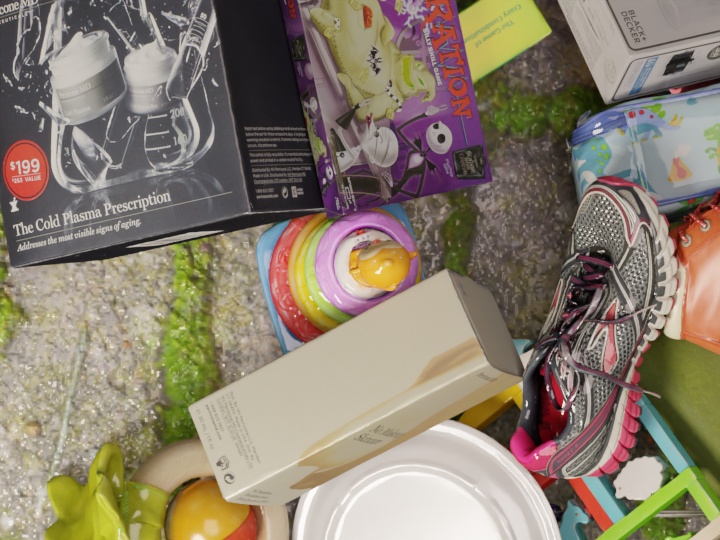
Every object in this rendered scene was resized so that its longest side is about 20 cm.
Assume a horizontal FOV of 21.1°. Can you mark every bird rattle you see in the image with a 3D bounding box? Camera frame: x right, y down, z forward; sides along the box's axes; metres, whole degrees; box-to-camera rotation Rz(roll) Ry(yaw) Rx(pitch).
[{"bbox_3d":[-0.115,0.194,1.312,0.163,0.113,0.201,-37,96,-26],"label":"bird rattle"}]

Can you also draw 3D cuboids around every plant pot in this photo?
[{"bbox_3d":[0.268,0.078,1.348,0.190,0.200,0.200,44,81,8],"label":"plant pot"}]

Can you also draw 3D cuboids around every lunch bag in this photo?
[{"bbox_3d":[0.244,-0.079,1.340,0.198,0.161,0.083,-12,82,8],"label":"lunch bag"}]

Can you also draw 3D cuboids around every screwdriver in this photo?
[{"bbox_3d":[0.154,0.169,1.342,0.198,0.029,0.028,-3,82,21],"label":"screwdriver"}]

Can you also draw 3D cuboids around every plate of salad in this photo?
[{"bbox_3d":[0.047,0.199,1.332,0.198,0.048,0.202,2,96,21],"label":"plate of salad"}]

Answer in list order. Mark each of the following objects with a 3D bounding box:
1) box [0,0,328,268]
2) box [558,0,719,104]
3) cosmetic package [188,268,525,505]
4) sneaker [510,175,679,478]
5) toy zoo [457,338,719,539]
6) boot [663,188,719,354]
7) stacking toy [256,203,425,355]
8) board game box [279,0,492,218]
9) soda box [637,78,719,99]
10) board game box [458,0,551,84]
[{"bbox_3d":[-0.141,-0.109,1.269,0.199,0.104,0.184,-12,87,30],"label":"box"},{"bbox_3d":[0.242,-0.194,1.318,0.199,0.060,0.117,-15,66,-17],"label":"box"},{"bbox_3d":[0.000,0.080,1.267,0.199,0.105,0.071,-29,74,15],"label":"cosmetic package"},{"bbox_3d":[0.150,0.039,1.247,0.074,0.080,0.202,1,100,-40],"label":"sneaker"},{"bbox_3d":[0.147,0.129,1.318,0.131,0.020,0.201,-41,70,18],"label":"toy zoo"},{"bbox_3d":[0.249,-0.036,1.231,0.106,0.075,0.202,13,107,18],"label":"boot"},{"bbox_3d":[0.000,0.000,1.285,0.115,0.200,0.111,-15,88,-9],"label":"stacking toy"},{"bbox_3d":[0.013,-0.144,1.262,0.119,0.032,0.202,-14,93,-32],"label":"board game box"},{"bbox_3d":[0.194,-0.214,1.395,0.063,0.070,0.201,-31,92,-10],"label":"soda box"},{"bbox_3d":[0.029,-0.125,1.348,0.199,0.102,0.048,-34,94,-10],"label":"board game box"}]
